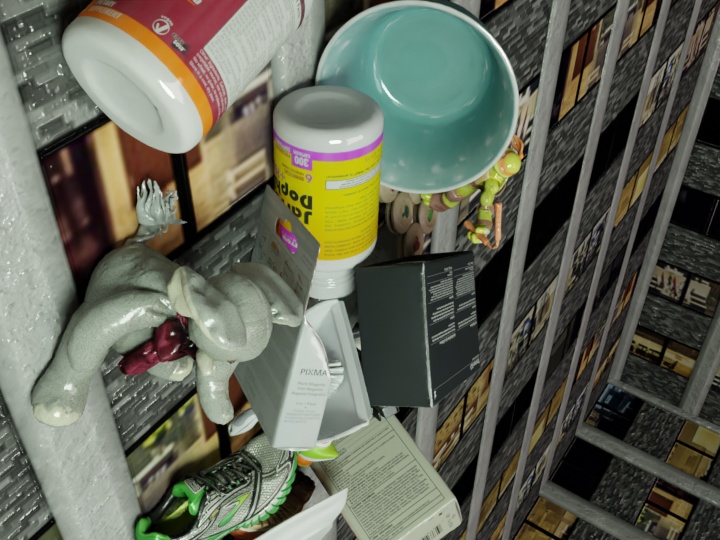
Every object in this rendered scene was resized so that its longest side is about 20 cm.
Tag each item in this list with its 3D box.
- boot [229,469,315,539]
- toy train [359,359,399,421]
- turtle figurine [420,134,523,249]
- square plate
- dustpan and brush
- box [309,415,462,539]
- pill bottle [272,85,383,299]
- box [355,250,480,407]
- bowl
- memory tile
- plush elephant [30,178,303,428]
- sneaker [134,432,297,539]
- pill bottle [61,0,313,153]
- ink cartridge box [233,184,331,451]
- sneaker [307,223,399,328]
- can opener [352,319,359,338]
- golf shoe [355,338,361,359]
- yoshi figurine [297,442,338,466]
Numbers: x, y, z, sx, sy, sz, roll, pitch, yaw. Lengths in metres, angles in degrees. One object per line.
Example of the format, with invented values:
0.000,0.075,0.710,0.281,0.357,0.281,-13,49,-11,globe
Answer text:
-0.121,0.308,1.007,0.108,0.075,0.200,-60,164,3,boot
-0.009,0.124,0.980,0.034,0.200,0.046,-26,109,-16,toy train
0.134,-0.122,0.937,0.064,0.161,0.202,2,89,-26,turtle figurine
-0.115,0.347,0.985,0.199,0.029,0.198,-21,155,-37,square plate
-0.076,0.132,0.874,0.057,0.140,0.200,4,148,-34,dustpan and brush
0.021,0.270,1.081,0.127,0.200,0.109,-34,148,-9,box
-0.033,-0.071,0.820,0.104,0.104,0.201,-41,145,-41,pill bottle
0.068,0.056,0.897,0.200,0.078,0.142,-11,95,-68,box
0.062,-0.189,0.835,0.105,0.199,0.202,-70,167,-50,bowl
0.059,-0.121,0.981,0.154,0.017,0.201,-61,142,-34,memory tile
-0.135,0.047,0.663,0.164,0.154,0.201,-7,119,-61,plush elephant
-0.147,0.239,0.881,0.200,0.078,0.085,-40,143,-24,sneaker
-0.101,-0.187,0.579,0.200,0.109,0.110,-55,153,-22,pill bottle
-0.068,0.042,0.789,0.057,0.163,0.201,9,110,-28,ink cartridge box
0.000,0.000,0.989,0.200,0.070,0.081,-48,147,-32,sneaker
0.048,0.052,1.037,0.199,0.067,0.053,-11,128,-15,can opener
0.030,0.069,1.098,0.094,0.077,0.201,-21,129,-56,golf shoe
-0.078,0.152,0.975,0.111,0.113,0.201,8,128,-23,yoshi figurine
